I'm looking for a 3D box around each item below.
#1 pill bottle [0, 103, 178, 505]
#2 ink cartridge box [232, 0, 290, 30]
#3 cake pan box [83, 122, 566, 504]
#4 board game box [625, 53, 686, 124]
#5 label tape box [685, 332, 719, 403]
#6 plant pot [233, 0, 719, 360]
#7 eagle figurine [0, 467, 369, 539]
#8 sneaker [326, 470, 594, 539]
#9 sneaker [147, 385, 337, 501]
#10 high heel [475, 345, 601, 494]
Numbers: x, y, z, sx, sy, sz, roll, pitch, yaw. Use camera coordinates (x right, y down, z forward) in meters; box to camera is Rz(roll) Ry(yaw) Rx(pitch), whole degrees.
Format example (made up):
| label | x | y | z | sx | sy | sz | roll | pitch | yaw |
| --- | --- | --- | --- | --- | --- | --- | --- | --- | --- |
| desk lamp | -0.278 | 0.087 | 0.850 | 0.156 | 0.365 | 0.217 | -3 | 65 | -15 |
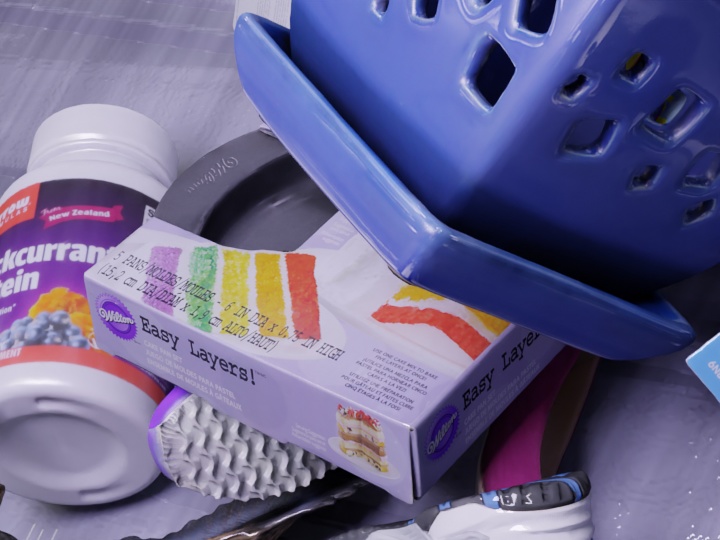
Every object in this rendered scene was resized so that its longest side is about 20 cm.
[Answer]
| label | x | y | z | sx | sy | sz | roll | pitch | yaw |
| --- | --- | --- | --- | --- | --- | --- | --- | --- | --- |
| pill bottle | -0.146 | 0.013 | 1.315 | 0.111 | 0.111 | 0.201 | -18 | 47 | 25 |
| ink cartridge box | -0.009 | -0.148 | 1.306 | 0.057 | 0.163 | 0.200 | -9 | 39 | -25 |
| cake pan box | 0.000 | 0.000 | 1.141 | 0.199 | 0.053 | 0.184 | 24 | 47 | 31 |
| board game box | 0.220 | -0.081 | 1.121 | 0.199 | 0.103 | 0.105 | -6 | 55 | 33 |
| label tape box | 0.243 | 0.016 | 0.996 | 0.200 | 0.143 | 0.066 | -40 | 14 | 6 |
| plant pot | 0.077 | -0.086 | 1.023 | 0.180 | 0.199 | 0.200 | -56 | 46 | 14 |
| eagle figurine | -0.106 | 0.157 | 1.187 | 0.151 | 0.199 | 0.153 | -95 | 16 | -78 |
| sneaker | 0.034 | 0.140 | 1.052 | 0.200 | 0.075 | 0.077 | -28 | 75 | 60 |
| sneaker | -0.030 | 0.044 | 1.209 | 0.200 | 0.070 | 0.099 | -28 | 25 | -28 |
| high heel | 0.095 | 0.086 | 1.129 | 0.096 | 0.068 | 0.201 | -12 | 61 | -4 |
